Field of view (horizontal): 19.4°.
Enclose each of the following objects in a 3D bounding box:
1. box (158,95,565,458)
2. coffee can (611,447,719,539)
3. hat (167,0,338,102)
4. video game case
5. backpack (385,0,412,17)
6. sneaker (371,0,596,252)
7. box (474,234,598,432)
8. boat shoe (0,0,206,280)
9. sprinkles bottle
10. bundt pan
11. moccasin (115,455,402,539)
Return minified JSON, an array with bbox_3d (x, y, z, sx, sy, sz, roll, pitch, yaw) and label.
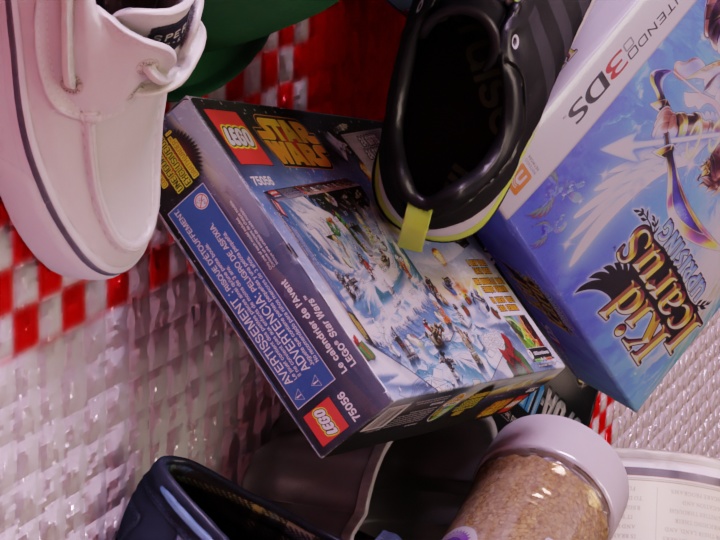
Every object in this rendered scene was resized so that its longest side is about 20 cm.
[{"bbox_3d":[0.000,0.000,0.838,0.137,0.040,0.200,56,20,13],"label":"box"},{"bbox_3d":[0.129,0.202,1.017,0.146,0.146,0.201,47,45,-62],"label":"coffee can"},{"bbox_3d":[0.011,-0.131,0.740,0.200,0.175,0.167,-18,116,-64],"label":"hat"},{"bbox_3d":[0.134,-0.058,0.949,0.181,0.045,0.200,-49,139,-9],"label":"video game case"},{"bbox_3d":[0.072,-0.205,0.925,0.182,0.134,0.201,27,74,-67],"label":"backpack"},{"bbox_3d":[0.055,-0.102,0.809,0.083,0.071,0.201,32,73,-85],"label":"sneaker"},{"bbox_3d":[0.077,0.063,1.131,0.200,0.046,0.160,44,60,-62],"label":"box"},{"bbox_3d":[-0.082,-0.085,0.683,0.072,0.065,0.201,-44,137,-54],"label":"boat shoe"},{"bbox_3d":[0.052,0.143,0.880,0.200,0.068,0.069,-53,144,-49],"label":"sprinkles bottle"},{"bbox_3d":[-0.005,0.139,0.927,0.202,0.075,0.203,8,90,-67],"label":"bundt pan"},{"bbox_3d":[-0.003,0.127,0.763,0.080,0.199,0.069,-42,150,-68],"label":"moccasin"}]
